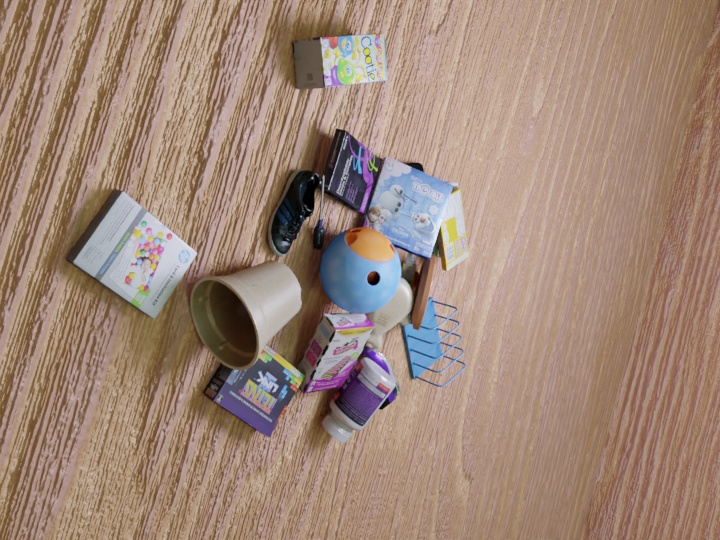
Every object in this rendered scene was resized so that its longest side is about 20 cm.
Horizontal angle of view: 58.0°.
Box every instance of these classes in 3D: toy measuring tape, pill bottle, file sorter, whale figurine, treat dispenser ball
[{"bbox_3d":[0.131,-0.018,1.762,0.072,0.073,0.206,-9,116,-43],"label":"toy measuring tape"},{"bbox_3d":[-0.009,0.335,1.663,0.202,0.111,0.111,-52,133,2],"label":"pill bottle"},{"bbox_3d":[0.217,0.208,1.875,0.137,0.121,0.205,-31,120,-36],"label":"file sorter"},{"bbox_3d":[0.059,0.101,1.718,0.156,0.104,0.204,22,106,-12],"label":"whale figurine"},{"bbox_3d":[0.000,0.000,1.551,0.198,0.198,0.207,-12,108,-42],"label":"treat dispenser ball"}]

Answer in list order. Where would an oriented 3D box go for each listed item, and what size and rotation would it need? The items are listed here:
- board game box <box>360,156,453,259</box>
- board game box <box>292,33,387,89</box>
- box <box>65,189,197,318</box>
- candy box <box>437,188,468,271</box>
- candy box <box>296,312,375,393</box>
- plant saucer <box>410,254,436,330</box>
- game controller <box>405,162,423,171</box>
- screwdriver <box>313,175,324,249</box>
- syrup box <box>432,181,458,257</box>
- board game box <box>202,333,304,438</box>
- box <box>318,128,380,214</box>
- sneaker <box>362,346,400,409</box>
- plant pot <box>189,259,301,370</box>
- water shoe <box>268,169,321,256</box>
[{"bbox_3d":[0.118,-0.160,1.673,0.195,0.043,0.204,20,83,-10],"label":"board game box"},{"bbox_3d":[-0.044,-0.473,1.466,0.197,0.103,0.106,-21,113,-41],"label":"board game box"},{"bbox_3d":[-0.427,-0.027,1.231,0.200,0.041,0.158,47,67,-42],"label":"box"},{"bbox_3d":[0.249,-0.112,1.786,0.101,0.026,0.205,-30,119,-38],"label":"candy box"},{"bbox_3d":[-0.065,0.198,1.574,0.134,0.061,0.203,-1,127,-44],"label":"candy box"},{"bbox_3d":[0.165,0.056,1.747,0.200,0.031,0.206,14,89,-89],"label":"plant saucer"},{"bbox_3d":[0.137,-0.187,1.758,0.103,0.042,0.206,-11,108,-43],"label":"game controller"},{"bbox_3d":[-0.089,-0.131,1.500,0.028,0.028,0.203,-56,165,-47],"label":"screwdriver"},{"bbox_3d":[0.218,-0.147,1.822,0.080,0.078,0.206,-10,107,-42],"label":"syrup box"},{"bbox_3d":[-0.237,0.259,1.477,0.200,0.056,0.168,46,66,-41],"label":"board game box"},{"bbox_3d":[-0.023,-0.233,1.556,0.199,0.035,0.147,22,84,-60],"label":"box"},{"bbox_3d":[0.042,0.300,1.756,0.099,0.069,0.203,-44,126,-26],"label":"sneaker"},{"bbox_3d":[-0.225,0.074,1.368,0.182,0.196,0.206,-33,121,-47],"label":"plant pot"},{"bbox_3d":[-0.149,-0.129,1.458,0.071,0.078,0.206,19,86,-44],"label":"water shoe"}]
